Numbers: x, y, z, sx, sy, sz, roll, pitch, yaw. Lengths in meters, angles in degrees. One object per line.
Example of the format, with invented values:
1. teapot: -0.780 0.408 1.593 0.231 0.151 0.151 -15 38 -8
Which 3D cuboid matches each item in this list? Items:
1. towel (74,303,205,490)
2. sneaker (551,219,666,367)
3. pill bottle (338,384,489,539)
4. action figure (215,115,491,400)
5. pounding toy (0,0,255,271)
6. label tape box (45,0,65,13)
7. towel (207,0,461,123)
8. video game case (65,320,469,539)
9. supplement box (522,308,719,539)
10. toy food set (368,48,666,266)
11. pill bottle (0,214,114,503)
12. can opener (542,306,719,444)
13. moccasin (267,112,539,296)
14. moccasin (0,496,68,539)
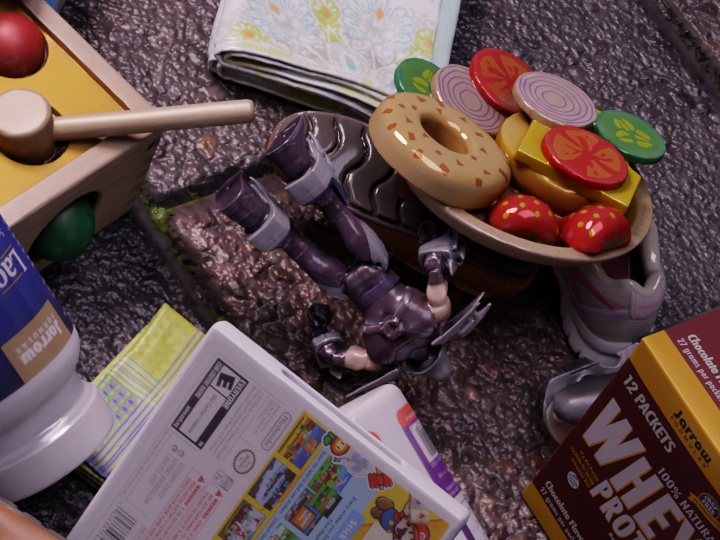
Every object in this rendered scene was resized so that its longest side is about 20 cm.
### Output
1. towel: -0.083 0.121 1.436 0.200 0.023 0.144 37 52 5
2. sneaker: 0.163 -0.034 1.601 0.081 0.088 0.200 -14 63 -29
3. pill bottle: 0.023 0.179 1.364 0.111 0.111 0.200 -30 89 -35
4. action figure: 0.000 0.000 1.478 0.200 0.130 0.069 49 9 -12
5. pounding toy: -0.210 -0.086 1.451 0.200 0.142 0.184 44 53 11
6. label tape box: -0.256 -0.254 1.600 0.143 0.066 0.200 26 50 -4
7. towel: -0.014 -0.197 1.669 0.171 0.048 0.200 19 52 -10
8. video game case: -0.064 0.160 1.317 0.182 0.200 0.023 38 17 8
9. supplement box: 0.246 0.118 1.457 0.197 0.200 0.133 -19 65 -32
10. toy food set: 0.106 -0.078 1.516 0.200 0.049 0.198 26 35 3
11. pill bottle: -0.235 0.032 1.332 0.116 0.116 0.200 -47 114 -38
12. can opener: 0.212 0.070 1.549 0.200 0.053 0.066 -21 26 -23
13. moccasin: 0.027 -0.042 1.557 0.201 0.078 0.074 23 64 -13
14. moccasin: -0.211 0.181 1.306 0.201 0.074 0.078 29 53 5
